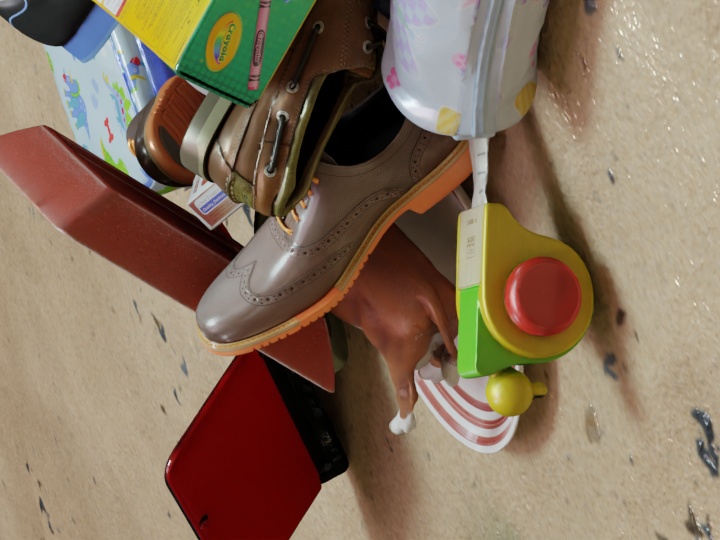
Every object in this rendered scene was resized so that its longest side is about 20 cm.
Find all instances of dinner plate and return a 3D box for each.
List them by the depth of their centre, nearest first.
[{"bbox_3d":[0.051,0.010,1.609,0.200,0.024,0.200,51,151,43],"label":"dinner plate"}]

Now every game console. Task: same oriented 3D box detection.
[{"bbox_3d":[-0.091,0.091,1.833,0.172,0.119,0.200,57,173,34],"label":"game console"}]

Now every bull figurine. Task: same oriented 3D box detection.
[{"bbox_3d":[0.000,0.000,1.608,0.200,0.065,0.121,-126,22,-44],"label":"bull figurine"}]

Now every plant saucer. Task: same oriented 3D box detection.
[{"bbox_3d":[-0.114,-0.016,1.619,0.200,0.037,0.200,33,-177,-27],"label":"plant saucer"}]

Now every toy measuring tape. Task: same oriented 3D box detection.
[{"bbox_3d":[0.089,-0.022,1.459,0.074,0.074,0.200,162,111,-70],"label":"toy measuring tape"}]

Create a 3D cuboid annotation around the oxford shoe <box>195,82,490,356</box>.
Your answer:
[{"bbox_3d":[-0.024,-0.037,1.499,0.073,0.200,0.071,43,-177,-46],"label":"oxford shoe"}]

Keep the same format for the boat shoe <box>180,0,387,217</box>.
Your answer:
[{"bbox_3d":[-0.015,-0.122,1.446,0.068,0.072,0.200,32,100,21],"label":"boat shoe"}]

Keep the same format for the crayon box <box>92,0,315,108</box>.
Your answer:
[{"bbox_3d":[-0.054,-0.199,1.406,0.200,0.058,0.119,-59,41,9],"label":"crayon box"}]

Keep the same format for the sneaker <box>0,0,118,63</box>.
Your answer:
[{"bbox_3d":[-0.141,-0.201,1.512,0.200,0.078,0.070,-52,21,32],"label":"sneaker"}]

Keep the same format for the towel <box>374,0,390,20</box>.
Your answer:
[{"bbox_3d":[0.024,-0.214,1.479,0.147,0.024,0.200,45,149,46],"label":"towel"}]

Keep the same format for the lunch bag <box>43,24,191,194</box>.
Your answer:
[{"bbox_3d":[-0.160,-0.149,1.916,0.200,0.082,0.161,70,161,1],"label":"lunch bag"}]

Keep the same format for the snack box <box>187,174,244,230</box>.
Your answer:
[{"bbox_3d":[-0.058,-0.089,1.603,0.024,0.072,0.200,46,-162,-15],"label":"snack box"}]

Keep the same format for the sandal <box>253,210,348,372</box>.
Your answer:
[{"bbox_3d":[-0.027,-0.017,1.739,0.201,0.057,0.080,71,-162,-46],"label":"sandal"}]

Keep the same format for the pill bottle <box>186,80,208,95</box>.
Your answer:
[{"bbox_3d":[-0.069,-0.173,1.585,0.200,0.111,0.111,-111,10,-68],"label":"pill bottle"}]

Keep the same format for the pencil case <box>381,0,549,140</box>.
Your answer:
[{"bbox_3d":[0.061,-0.153,1.352,0.091,0.083,0.200,60,157,29],"label":"pencil case"}]

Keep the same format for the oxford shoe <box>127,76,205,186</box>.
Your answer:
[{"bbox_3d":[-0.111,-0.081,1.722,0.071,0.073,0.200,54,-163,-5],"label":"oxford shoe"}]
